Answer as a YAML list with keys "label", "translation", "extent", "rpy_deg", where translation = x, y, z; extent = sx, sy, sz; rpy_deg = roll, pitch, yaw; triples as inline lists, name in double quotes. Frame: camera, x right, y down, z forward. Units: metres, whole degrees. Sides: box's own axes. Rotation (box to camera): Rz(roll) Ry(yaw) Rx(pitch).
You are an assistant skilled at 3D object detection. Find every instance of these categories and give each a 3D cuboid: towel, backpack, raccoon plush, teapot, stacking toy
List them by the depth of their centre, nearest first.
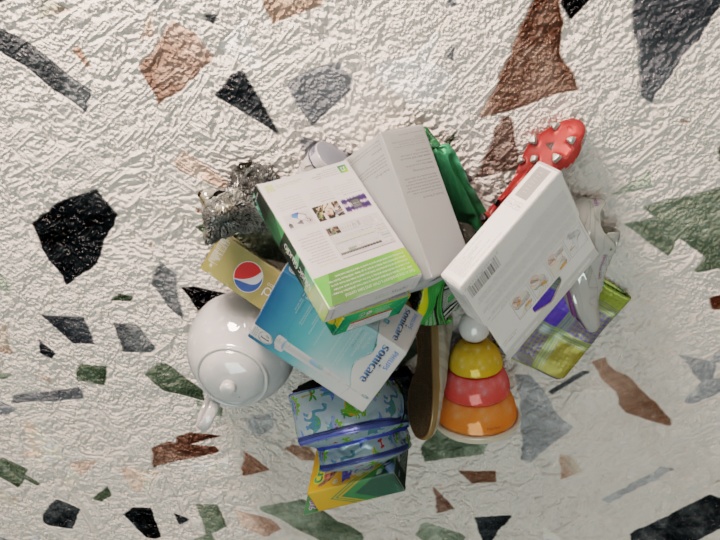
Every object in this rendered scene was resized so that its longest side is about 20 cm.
- label: "raccoon plush"
  translation: [-0.133, -0.077, 1.213]
  extent: [0.195, 0.135, 0.098]
  rpy_deg: [14, 125, -1]
- label: "towel"
  translation: [0.307, 0.080, 1.326]
  extent: [0.141, 0.023, 0.202]
  rpy_deg: [26, 124, -9]
- label: "stacking toy"
  translation: [0.183, 0.154, 1.343]
  extent: [0.142, 0.147, 0.205]
  rpy_deg: [2, 112, 7]
- label: "backpack"
  translation: [-0.010, 0.235, 1.348]
  extent: [0.179, 0.150, 0.199]
  rpy_deg: [-17, 165, 19]
- label: "teapot"
  translation: [-0.199, 0.147, 1.371]
  extent: [0.193, 0.147, 0.203]
  rpy_deg: [-8, 124, 14]

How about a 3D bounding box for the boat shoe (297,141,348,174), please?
- label: "boat shoe"
  translation: [-0.004, -0.099, 1.227]
  extent: [0.200, 0.074, 0.065]
  rpy_deg: [43, 126, -9]

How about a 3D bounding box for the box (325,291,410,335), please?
- label: "box"
  translation: [-0.034, -0.020, 1.123]
  extent: [0.116, 0.202, 0.049]
  rpy_deg: [-14, 152, -35]

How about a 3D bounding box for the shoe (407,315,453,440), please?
- label: "shoe"
  translation: [0.114, 0.159, 1.324]
  extent: [0.052, 0.205, 0.069]
  rpy_deg: [11, 168, -32]

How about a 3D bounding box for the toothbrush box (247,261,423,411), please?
- label: "toothbrush box"
  translation: [-0.036, 0.077, 1.181]
  extent: [0.198, 0.086, 0.147]
  rpy_deg: [33, 130, 0]

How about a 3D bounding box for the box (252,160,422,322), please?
- label: "box"
  translation: [-0.031, -0.042, 1.084]
  extent: [0.142, 0.202, 0.037]
  rpy_deg: [-18, 151, -29]

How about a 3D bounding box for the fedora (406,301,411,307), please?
- label: "fedora"
  translation: [0.000, 0.000, 1.260]
  extent: [0.197, 0.083, 0.202]
  rpy_deg: [26, 158, 11]

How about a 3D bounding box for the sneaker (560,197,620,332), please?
- label: "sneaker"
  translation: [0.329, -0.007, 1.218]
  extent: [0.097, 0.075, 0.204]
  rpy_deg: [-14, 110, 6]

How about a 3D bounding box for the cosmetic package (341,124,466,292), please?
- label: "cosmetic package"
  translation: [0.059, -0.076, 1.139]
  extent: [0.112, 0.080, 0.204]
  rpy_deg: [-24, 84, 55]

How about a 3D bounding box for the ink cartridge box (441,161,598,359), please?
- label: "ink cartridge box"
  translation: [0.214, -0.010, 1.129]
  extent: [0.200, 0.045, 0.177]
  rpy_deg: [-47, 133, -8]

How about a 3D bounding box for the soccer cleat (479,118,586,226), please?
- label: "soccer cleat"
  translation: [0.244, -0.116, 1.172]
  extent: [0.084, 0.069, 0.202]
  rpy_deg: [21, 109, -46]

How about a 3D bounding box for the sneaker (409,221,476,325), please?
- label: "sneaker"
  translation: [0.125, 0.005, 1.238]
  extent: [0.083, 0.079, 0.202]
  rpy_deg: [4, 140, -17]

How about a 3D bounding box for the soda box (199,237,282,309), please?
- label: "soda box"
  translation: [-0.140, 0.024, 1.290]
  extent: [0.198, 0.068, 0.065]
  rpy_deg: [35, 90, -1]

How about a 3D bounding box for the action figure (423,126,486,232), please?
- label: "action figure"
  translation: [0.120, -0.113, 1.201]
  extent: [0.116, 0.055, 0.202]
  rpy_deg: [-14, 125, 19]

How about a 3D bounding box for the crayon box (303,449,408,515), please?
- label: "crayon box"
  translation: [-0.015, 0.341, 1.487]
  extent: [0.196, 0.127, 0.052]
  rpy_deg: [-20, 120, 20]
